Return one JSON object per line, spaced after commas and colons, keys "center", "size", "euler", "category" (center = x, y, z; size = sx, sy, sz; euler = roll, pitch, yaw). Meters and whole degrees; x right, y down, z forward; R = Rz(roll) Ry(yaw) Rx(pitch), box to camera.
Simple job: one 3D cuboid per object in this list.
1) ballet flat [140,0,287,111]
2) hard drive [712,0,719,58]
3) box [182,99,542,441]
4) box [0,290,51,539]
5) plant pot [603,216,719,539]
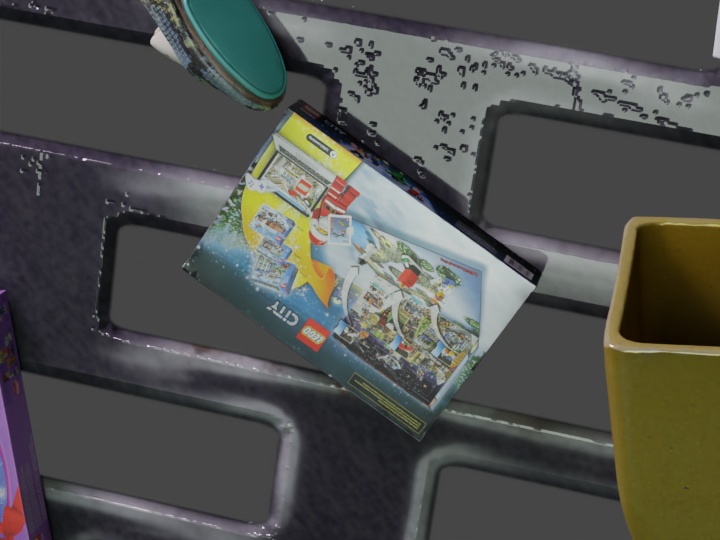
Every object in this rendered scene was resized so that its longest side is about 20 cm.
{"center": [-0.122, -0.182, 1.128], "size": [0.074, 0.074, 0.200], "euler": [-31, 95, 19], "category": "ballet flat"}
{"center": [0.290, -0.220, 1.036], "size": [0.132, 0.026, 0.201], "euler": [8, 107, 11], "category": "hard drive"}
{"center": [0.000, 0.000, 1.156], "size": [0.200, 0.038, 0.137], "euler": [36, 110, 1], "category": "box"}
{"center": [-0.308, 0.118, 1.258], "size": [0.136, 0.039, 0.201], "euler": [-4, 104, 14], "category": "box"}
{"center": [0.250, 0.097, 1.055], "size": [0.194, 0.196, 0.200], "euler": [3, 115, 12], "category": "plant pot"}
